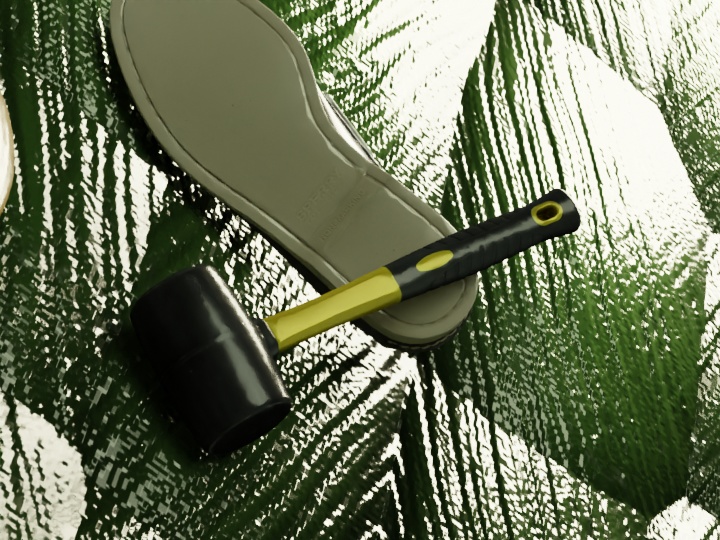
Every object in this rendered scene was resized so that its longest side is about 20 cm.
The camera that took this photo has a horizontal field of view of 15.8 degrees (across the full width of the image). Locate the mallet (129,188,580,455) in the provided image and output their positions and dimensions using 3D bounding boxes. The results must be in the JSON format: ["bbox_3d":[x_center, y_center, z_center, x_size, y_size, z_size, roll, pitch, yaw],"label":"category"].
[{"bbox_3d":[0.000,0.000,0.996,0.199,0.041,0.066,-31,77,-34],"label":"mallet"}]

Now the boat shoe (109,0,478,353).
[{"bbox_3d":[-0.032,-0.042,1.069,0.200,0.073,0.063,46,-11,9],"label":"boat shoe"}]

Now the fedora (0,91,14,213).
[{"bbox_3d":[-0.208,-0.058,0.838,0.200,0.082,0.201,29,31,-20],"label":"fedora"}]
